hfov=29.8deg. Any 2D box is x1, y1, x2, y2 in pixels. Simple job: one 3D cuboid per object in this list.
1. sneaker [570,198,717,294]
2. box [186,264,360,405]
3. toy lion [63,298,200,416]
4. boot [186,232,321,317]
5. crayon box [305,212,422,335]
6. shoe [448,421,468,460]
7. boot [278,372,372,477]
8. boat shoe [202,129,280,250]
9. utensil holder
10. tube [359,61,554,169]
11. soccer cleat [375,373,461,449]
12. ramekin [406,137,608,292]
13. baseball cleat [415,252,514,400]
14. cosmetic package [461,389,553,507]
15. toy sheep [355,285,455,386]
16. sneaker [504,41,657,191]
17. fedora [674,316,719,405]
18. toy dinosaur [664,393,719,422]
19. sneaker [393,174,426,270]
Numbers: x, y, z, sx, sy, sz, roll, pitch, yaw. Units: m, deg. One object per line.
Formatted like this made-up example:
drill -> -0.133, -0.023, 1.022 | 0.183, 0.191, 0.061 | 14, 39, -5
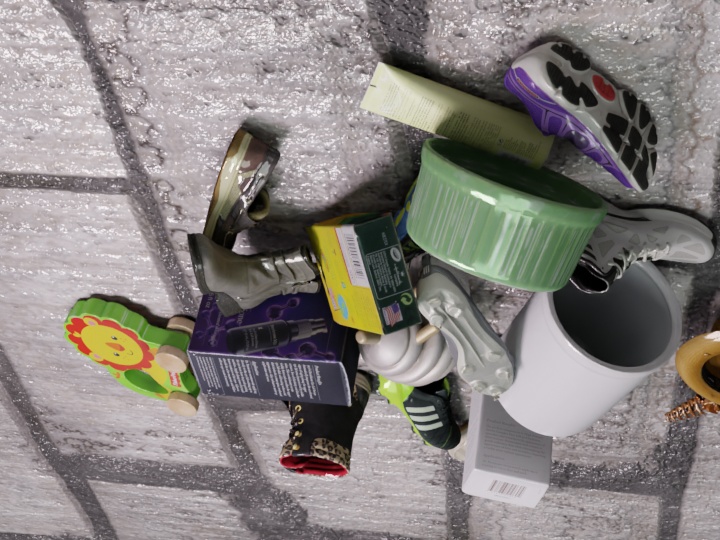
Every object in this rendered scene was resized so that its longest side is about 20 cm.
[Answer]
sneaker -> 0.296, -0.013, 1.497 | 0.200, 0.116, 0.076 | 12, 145, -3
box -> -0.100, 0.076, 1.698 | 0.199, 0.148, 0.104 | 2, 144, 9
toy lion -> -0.317, 0.114, 1.889 | 0.191, 0.069, 0.200 | 12, 146, 10
boot -> -0.121, -0.010, 1.575 | 0.130, 0.068, 0.200 | -16, 160, 5
crayon box -> 0.000, 0.000, 1.540 | 0.051, 0.127, 0.200 | -19, -172, -17
shoe -> 0.199, 0.244, 1.935 | 0.070, 0.053, 0.200 | 34, 138, -30
boot -> -0.089, 0.196, 1.857 | 0.199, 0.151, 0.073 | 15, 145, -7
boat shoe -> -0.137, -0.077, 1.553 | 0.065, 0.073, 0.200 | 22, 145, 1
utensil holder -> 0.262, 0.088, 1.605 | 0.170, 0.170, 0.200 | 16, 147, -8
tube -> 0.103, -0.161, 1.403 | 0.199, 0.052, 0.058 | 18, 105, -5
soccer cleat -> 0.099, 0.186, 1.876 | 0.081, 0.068, 0.200 | -25, 133, 22
ramekin -> 0.144, -0.056, 1.389 | 0.199, 0.200, 0.098 | 16, 106, -9
baseball cleat -> 0.126, 0.057, 1.573 | 0.070, 0.107, 0.200 | -17, 131, 18
cosmetic package -> 0.193, 0.192, 1.737 | 0.101, 0.200, 0.074 | 14, 145, -4
toy sheep -> 0.065, 0.079, 1.670 | 0.138, 0.138, 0.200 | -23, 158, 38
sneaker -> 0.226, -0.155, 1.371 | 0.200, 0.081, 0.083 | 41, 149, -23
fedora -> 0.485, 0.100, 1.636 | 0.200, 0.082, 0.201 | 12, 147, 8
toy dinosaur -> 0.504, 0.175, 1.754 | 0.200, 0.102, 0.136 | 6, 134, 38
sneaker -> 0.075, -0.041, 1.553 | 0.083, 0.071, 0.200 | 23, 140, -8
